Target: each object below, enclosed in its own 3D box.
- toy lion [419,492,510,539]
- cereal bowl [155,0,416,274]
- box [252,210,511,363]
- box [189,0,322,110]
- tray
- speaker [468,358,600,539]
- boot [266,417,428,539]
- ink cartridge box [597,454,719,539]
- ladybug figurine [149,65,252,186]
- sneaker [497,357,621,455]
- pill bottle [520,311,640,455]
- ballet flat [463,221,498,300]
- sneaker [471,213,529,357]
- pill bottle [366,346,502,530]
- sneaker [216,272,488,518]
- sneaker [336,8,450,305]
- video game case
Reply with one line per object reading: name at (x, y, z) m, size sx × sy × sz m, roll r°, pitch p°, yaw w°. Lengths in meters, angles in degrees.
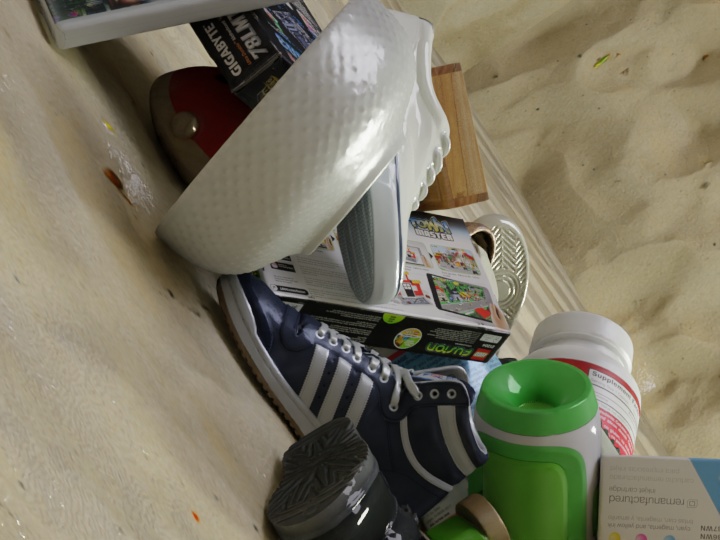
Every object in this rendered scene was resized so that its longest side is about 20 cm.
toy lion at (0.118, 0.258, 1.510) m, size 0.200 × 0.068 × 0.192 m, roll 29°, pitch -35°, yaw 60°
cereal bowl at (-0.032, -0.072, 1.463) m, size 0.083 × 0.200 × 0.200 m, roll 40°, pitch 10°, yaw -4°
box at (0.000, 0.000, 1.624) m, size 0.199 × 0.035 × 0.110 m, roll 10°, pitch 42°, yaw -33°
box at (-0.064, -0.158, 1.673) m, size 0.200 × 0.050 × 0.199 m, roll 37°, pitch 19°, yaw -53°
tray at (0.026, -0.091, 1.751) m, size 0.200 × 0.037 × 0.099 m, roll 177°, pitch -100°, yaw -68°
speaker at (0.118, 0.164, 1.598) m, size 0.089 × 0.088 × 0.201 m, roll -107°, pitch -167°, yaw -63°
boot at (0.027, 0.193, 1.366) m, size 0.201 × 0.065 × 0.165 m, roll 60°, pitch 9°, yaw -9°
ink cartridge box at (0.223, 0.226, 1.594) m, size 0.125 × 0.128 × 0.201 m, roll 31°, pitch 61°, yaw -78°
ladybug figurine at (-0.086, -0.088, 1.695) m, size 0.136 × 0.072 × 0.200 m, roll 59°, pitch 9°, yaw 12°
sneaker at (0.144, 0.158, 1.761) m, size 0.200 × 0.090 × 0.070 m, roll 52°, pitch -28°, yaw -15°
pill bottle at (0.164, 0.134, 1.913) m, size 0.112 × 0.112 × 0.201 m, roll 51°, pitch 39°, yaw -35°
ballet flat at (0.069, 0.050, 1.800) m, size 0.068 × 0.067 × 0.201 m, roll 35°, pitch 54°, yaw -50°
sneaker at (0.081, 0.042, 1.936) m, size 0.075 × 0.201 × 0.085 m, roll 6°, pitch 19°, yaw -19°
pill bottle at (0.052, 0.090, 1.706) m, size 0.201 × 0.108 × 0.109 m, roll 59°, pitch 9°, yaw 9°
sneaker at (0.001, 0.063, 1.505) m, size 0.200 × 0.108 × 0.070 m, roll 56°, pitch 8°, yaw -8°
sneaker at (0.026, -0.077, 1.572) m, size 0.073 × 0.070 × 0.201 m, roll 164°, pitch -73°, yaw -69°
video game case at (-0.132, -0.231, 1.596) m, size 0.023 × 0.199 × 0.182 m, roll 96°, pitch -25°, yaw -48°
